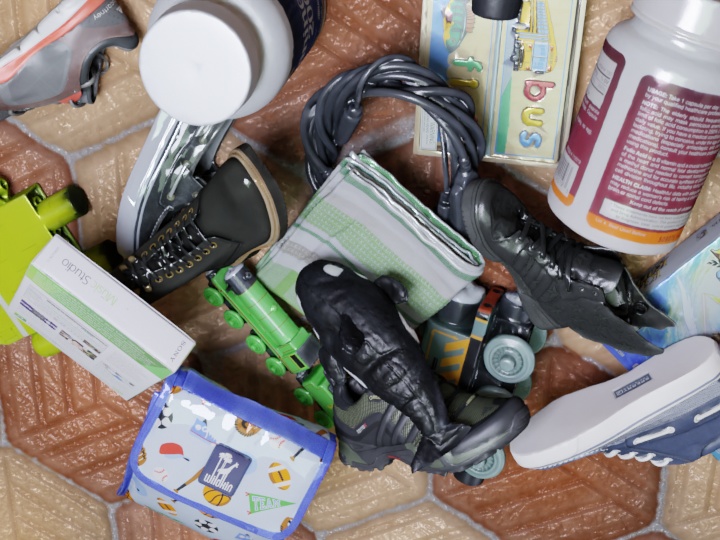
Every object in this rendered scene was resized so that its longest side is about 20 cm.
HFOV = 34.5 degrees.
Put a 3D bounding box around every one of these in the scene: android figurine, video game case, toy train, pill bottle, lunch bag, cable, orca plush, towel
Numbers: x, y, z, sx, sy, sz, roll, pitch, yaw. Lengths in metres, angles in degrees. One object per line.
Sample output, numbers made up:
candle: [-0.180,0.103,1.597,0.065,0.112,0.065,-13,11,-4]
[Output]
android figurine: [-0.328,-0.001,1.106,0.198,0.041,0.183,-23,110,18]
video game case: [0.333,0.059,1.006,0.200,0.046,0.181,43,114,-11]
toy train: [-0.069,0.069,1.081,0.200,0.042,0.056,50,142,-14]
pill bottle: [-0.097,-0.182,0.883,0.110,0.200,0.112,4,117,9]
lunch bag: [-0.124,0.173,1.068,0.169,0.125,0.200,26,145,-5]
cable: [0.025,-0.096,0.968,0.162,0.051,0.201,14,136,24]
pill bottle: [0.229,-0.124,0.898,0.113,0.114,0.202,18,118,1]
orca plush: [0.000,0.074,0.952,0.105,0.071,0.202,-32,76,27]
toy train: [0.096,0.102,1.054,0.113,0.085,0.202,18,118,12]
towel: [0.000,0.000,1.008,0.149,0.031,0.200,41,137,-5]

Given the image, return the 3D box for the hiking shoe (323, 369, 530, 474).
hiking shoe: [0.049,0.116,0.999,0.198,0.076,0.102,-11,104,35]

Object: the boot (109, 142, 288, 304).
boot: [-0.141,-0.021,0.952,0.078,0.138,0.200,56,158,10]

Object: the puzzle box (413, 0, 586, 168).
puzzle box: [0.114,-0.184,0.940,0.131,0.025,0.202,6,116,8]

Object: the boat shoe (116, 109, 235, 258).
boat shoe: [-0.156,-0.086,1.012,0.070,0.072,0.201,27,116,2]

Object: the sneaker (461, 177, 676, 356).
sneaker: [0.170,-0.004,0.944,0.103,0.060,0.200,-3,136,42]

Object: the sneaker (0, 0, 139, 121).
sneaker: [-0.272,-0.162,1.000,0.199,0.077,0.082,-33,112,24]

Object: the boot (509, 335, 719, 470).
boot: [0.233,0.141,0.995,0.199,0.073,0.091,-28,111,16]

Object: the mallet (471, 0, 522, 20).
mallet: [0.033,-0.235,0.864,0.198,0.041,0.067,8,116,-14]

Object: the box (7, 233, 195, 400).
box: [-0.230,0.047,1.005,0.144,0.036,0.200,39,157,-10]
